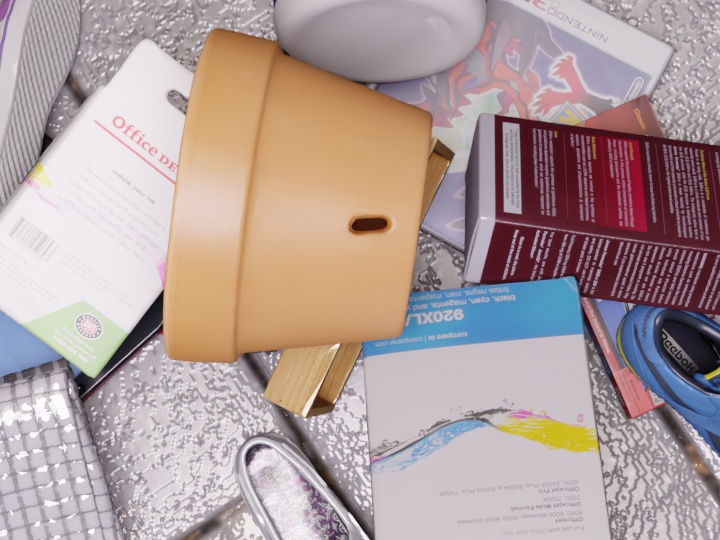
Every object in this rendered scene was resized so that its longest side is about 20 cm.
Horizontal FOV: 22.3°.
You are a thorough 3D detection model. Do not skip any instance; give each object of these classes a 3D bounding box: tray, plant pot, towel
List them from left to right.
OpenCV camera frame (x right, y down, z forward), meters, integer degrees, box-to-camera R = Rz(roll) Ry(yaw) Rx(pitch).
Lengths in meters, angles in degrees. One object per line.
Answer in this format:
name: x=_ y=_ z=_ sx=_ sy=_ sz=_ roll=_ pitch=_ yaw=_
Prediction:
towel: x=-0.244 y=0.175 z=1.224 sx=0.165 sy=0.086 sz=0.201 roll=-16 pitch=99 yaw=-7
plant pot: x=-0.034 y=-0.036 z=1.101 sx=0.139 sy=0.200 sz=0.201 roll=9 pitch=82 yaw=1
tray: x=0.000 y=0.000 z=1.229 sx=0.037 sy=0.099 sz=0.201 roll=27 pitch=93 yaw=9

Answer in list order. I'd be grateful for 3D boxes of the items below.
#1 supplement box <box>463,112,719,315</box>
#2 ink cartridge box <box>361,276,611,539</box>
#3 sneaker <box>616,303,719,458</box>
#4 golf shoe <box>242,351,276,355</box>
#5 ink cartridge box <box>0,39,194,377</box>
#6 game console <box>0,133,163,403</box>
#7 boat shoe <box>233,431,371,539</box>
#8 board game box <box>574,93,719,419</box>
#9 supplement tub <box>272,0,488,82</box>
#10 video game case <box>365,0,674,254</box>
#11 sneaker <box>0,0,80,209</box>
supplement box: x=0.170 y=-0.036 z=1.195 sx=0.199 sy=0.061 sz=0.109 roll=8 pitch=43 yaw=-3
ink cartridge box: x=0.079 y=0.132 z=1.165 sx=0.144 sy=0.147 sz=0.201 roll=-5 pitch=59 yaw=2
sneaker: x=0.256 y=0.090 z=1.211 sx=0.200 sy=0.078 sz=0.066 roll=39 pitch=83 yaw=-3
golf shoe: x=-0.058 y=-0.041 z=1.275 sx=0.088 sy=0.077 sz=0.201 roll=24 pitch=101 yaw=47
ink cartridge box: x=-0.164 y=-0.045 z=1.225 sx=0.117 sy=0.067 sz=0.200 roll=38 pitch=89 yaw=-11
game console: x=-0.246 y=0.025 z=1.289 sx=0.200 sy=0.031 sz=0.177 roll=-42 pitch=82 yaw=-4
boat shoe: x=-0.019 y=0.194 z=1.232 sx=0.072 sy=0.069 sz=0.201 roll=-29 pitch=81 yaw=-1
board game box: x=0.190 y=-0.010 z=1.260 sx=0.103 sy=0.019 sz=0.201 roll=-24 pitch=88 yaw=-7
supplement tub: x=0.012 y=-0.245 z=1.247 sx=0.145 sy=0.146 sz=0.201 roll=-2 pitch=69 yaw=3
video game case: x=0.096 y=-0.112 z=1.293 sx=0.182 sy=0.023 sz=0.201 roll=28 pitch=84 yaw=7
sneaker: x=-0.274 y=-0.137 z=1.295 sx=0.114 sy=0.073 sz=0.201 roll=6 pitch=69 yaw=24
